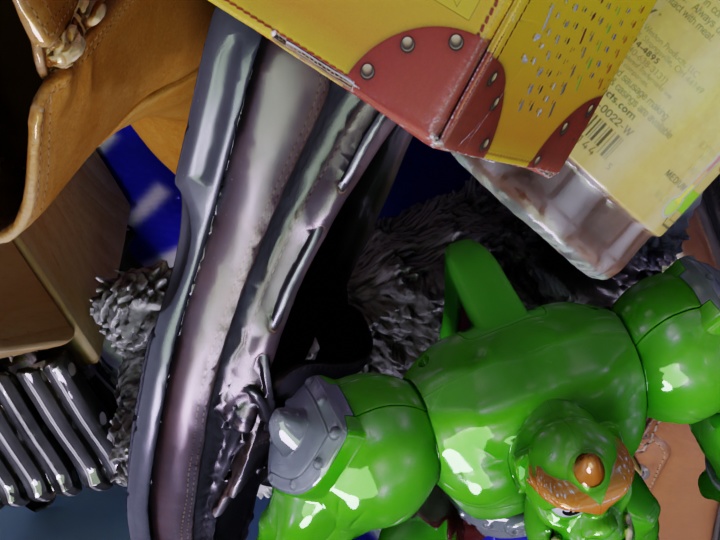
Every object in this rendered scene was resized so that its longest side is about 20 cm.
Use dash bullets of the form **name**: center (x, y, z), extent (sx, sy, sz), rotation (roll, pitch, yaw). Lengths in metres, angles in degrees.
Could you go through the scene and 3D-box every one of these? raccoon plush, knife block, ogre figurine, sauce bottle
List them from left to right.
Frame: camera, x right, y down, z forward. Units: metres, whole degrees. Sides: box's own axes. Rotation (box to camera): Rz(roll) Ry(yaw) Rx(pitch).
- **knife block**: center (-0.117, -0.020, 0.879), extent (0.064, 0.175, 0.201), rotation (-12, 89, 19)
- **raccoon plush**: center (0.000, 0.000, 0.822), extent (0.133, 0.097, 0.200), rotation (4, 137, -21)
- **ogre figurine**: center (0.042, 0.062, 0.758), extent (0.199, 0.098, 0.120), rotation (-5, 132, 1)
- **sauce bottle**: center (0.108, -0.087, 0.698), extent (0.200, 0.065, 0.065), rotation (-46, 120, 8)

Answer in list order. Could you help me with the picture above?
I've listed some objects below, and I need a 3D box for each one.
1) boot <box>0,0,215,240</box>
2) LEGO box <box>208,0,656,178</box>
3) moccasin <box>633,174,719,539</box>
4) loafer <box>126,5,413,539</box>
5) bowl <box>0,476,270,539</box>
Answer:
- **boot**: center (-0.075, -0.055, 0.747), extent (0.070, 0.144, 0.202), rotation (2, 136, 18)
- **LEGO box**: center (0.019, -0.143, 0.582), extent (0.149, 0.077, 0.201), rotation (34, 101, 21)
- **moccasin**: center (0.086, 0.034, 0.889), extent (0.077, 0.074, 0.202), rotation (-1, 147, -2)
- **loafer**: center (-0.020, 0.008, 0.744), extent (0.063, 0.072, 0.201), rotation (17, 124, 9)
- **bowl**: center (-0.084, 0.131, 0.991), extent (0.200, 0.105, 0.201), rotation (5, 138, 5)
